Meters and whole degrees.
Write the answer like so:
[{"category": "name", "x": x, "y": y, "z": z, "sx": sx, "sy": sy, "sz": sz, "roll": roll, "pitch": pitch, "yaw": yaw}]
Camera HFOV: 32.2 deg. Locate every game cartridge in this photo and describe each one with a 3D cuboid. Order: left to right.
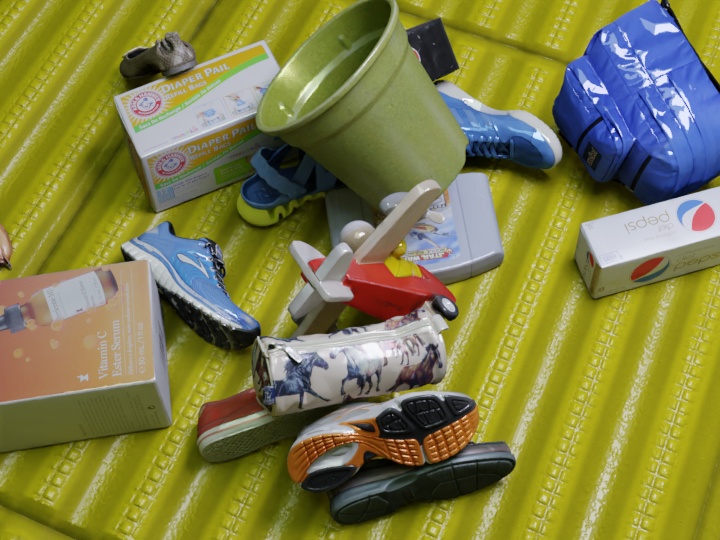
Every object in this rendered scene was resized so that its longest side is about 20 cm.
[{"category": "game cartridge", "x": 0.063, "y": -0.043, "z": 1.453, "sx": 0.196, "sy": 0.042, "sz": 0.135, "roll": -7, "pitch": 54, "yaw": -3}]

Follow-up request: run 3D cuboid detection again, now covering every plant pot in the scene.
[{"category": "plant pot", "x": 0.017, "y": -0.163, "z": 1.371, "sx": 0.199, "sy": 0.184, "sz": 0.202, "roll": -34, "pitch": 28, "yaw": 21}]

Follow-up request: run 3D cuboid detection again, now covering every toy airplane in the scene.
[{"category": "toy airplane", "x": 0.000, "y": 0.000, "z": 1.332, "sx": 0.197, "sy": 0.201, "sz": 0.142, "roll": -17, "pitch": 48, "yaw": -6}]

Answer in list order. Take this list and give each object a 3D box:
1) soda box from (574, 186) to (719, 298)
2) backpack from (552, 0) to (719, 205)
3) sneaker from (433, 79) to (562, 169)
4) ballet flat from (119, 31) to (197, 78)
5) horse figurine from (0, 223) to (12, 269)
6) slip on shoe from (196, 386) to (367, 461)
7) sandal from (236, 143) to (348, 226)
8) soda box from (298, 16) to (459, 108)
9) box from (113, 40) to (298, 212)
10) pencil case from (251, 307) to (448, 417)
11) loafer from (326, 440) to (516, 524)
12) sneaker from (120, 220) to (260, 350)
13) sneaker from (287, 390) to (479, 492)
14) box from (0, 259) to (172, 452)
[{"category": "soda box", "x": 0.347, "y": -0.034, "z": 1.417, "sx": 0.197, "sy": 0.068, "sz": 0.064, "roll": -14, "pitch": 58, "yaw": -8}, {"category": "backpack", "x": 0.331, "y": -0.173, "z": 1.458, "sx": 0.166, "sy": 0.163, "sz": 0.201, "roll": -31, "pitch": 74, "yaw": -7}, {"category": "sneaker", "x": 0.134, "y": -0.149, "z": 1.489, "sx": 0.198, "sy": 0.077, "sz": 0.111, "roll": 30, "pitch": 57, "yaw": 24}, {"category": "ballet flat", "x": -0.252, "y": -0.265, "z": 1.530, "sx": 0.067, "sy": 0.047, "sz": 0.199, "roll": -27, "pitch": 18, "yaw": -20}, {"category": "horse figurine", "x": -0.486, "y": -0.085, "z": 1.483, "sx": 0.130, "sy": 0.050, "sz": 0.202, "roll": -5, "pitch": 51, "yaw": -16}, {"category": "slip on shoe", "x": -0.082, "y": 0.141, "z": 1.323, "sx": 0.197, "sy": 0.074, "sz": 0.062, "roll": -18, "pitch": 55, "yaw": -4}, {"category": "sandal", "x": -0.058, "y": -0.128, "z": 1.480, "sx": 0.198, "sy": 0.088, "sz": 0.080, "roll": -31, "pitch": 60, "yaw": -19}, {"category": "soda box", "x": 0.015, "y": -0.233, "z": 1.492, "sx": 0.198, "sy": 0.063, "sz": 0.072, "roll": -25, "pitch": 97, "yaw": -19}, {"category": "box", "x": -0.181, "y": -0.172, "z": 1.495, "sx": 0.197, "sy": 0.113, "sz": 0.102, "roll": -23, "pitch": 59, "yaw": -11}, {"category": "pencil case", "x": -0.011, "y": 0.090, "z": 1.256, "sx": 0.197, "sy": 0.090, "sz": 0.079, "roll": -10, "pitch": 59, "yaw": -12}, {"category": "loafer", "x": 0.059, "y": 0.200, "z": 1.281, "sx": 0.197, "sy": 0.072, "sz": 0.064, "roll": -15, "pitch": 52, "yaw": -5}, {"category": "sneaker", "x": -0.179, "y": 0.008, "z": 1.402, "sx": 0.199, "sy": 0.079, "sz": 0.089, "roll": 39, "pitch": 69, "yaw": 23}, {"category": "sneaker", "x": 0.021, "y": 0.154, "z": 1.260, "sx": 0.197, "sy": 0.077, "sz": 0.092, "roll": -14, "pitch": 17, "yaw": 3}, {"category": "box", "x": -0.311, "y": 0.092, "z": 1.337, "sx": 0.196, "sy": 0.107, "sz": 0.154, "roll": -9, "pitch": 58, "yaw": -4}]
